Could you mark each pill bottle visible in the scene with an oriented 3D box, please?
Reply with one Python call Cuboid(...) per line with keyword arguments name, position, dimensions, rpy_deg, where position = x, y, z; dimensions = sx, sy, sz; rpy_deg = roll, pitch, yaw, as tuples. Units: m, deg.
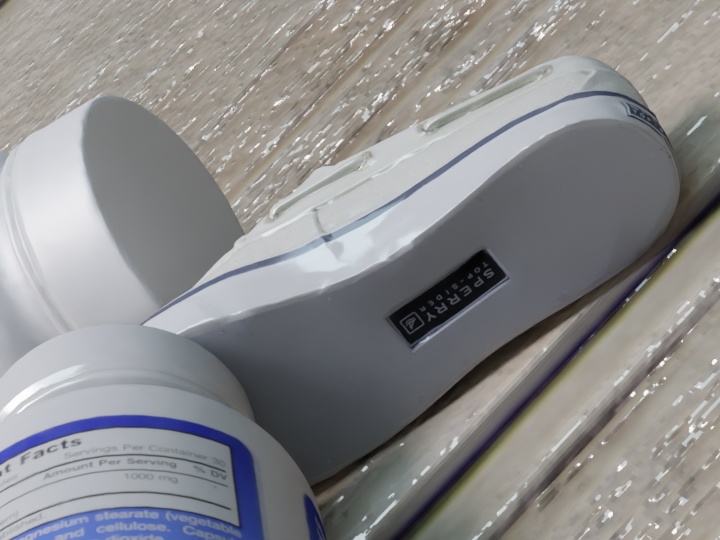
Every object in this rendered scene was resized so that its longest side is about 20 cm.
Cuboid(name="pill bottle", position=(-0.059, 0.100, 0.709), dimensions=(0.112, 0.112, 0.200), rpy_deg=(-36, 28, 13))
Cuboid(name="pill bottle", position=(-0.138, 0.032, 0.901), dimensions=(0.200, 0.114, 0.114), rpy_deg=(-31, 30, 21))

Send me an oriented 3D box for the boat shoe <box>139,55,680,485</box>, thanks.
Cuboid(name="boat shoe", position=(0.000, 0.000, 0.816), dimensions=(0.200, 0.071, 0.070), rpy_deg=(-34, 29, 11))
